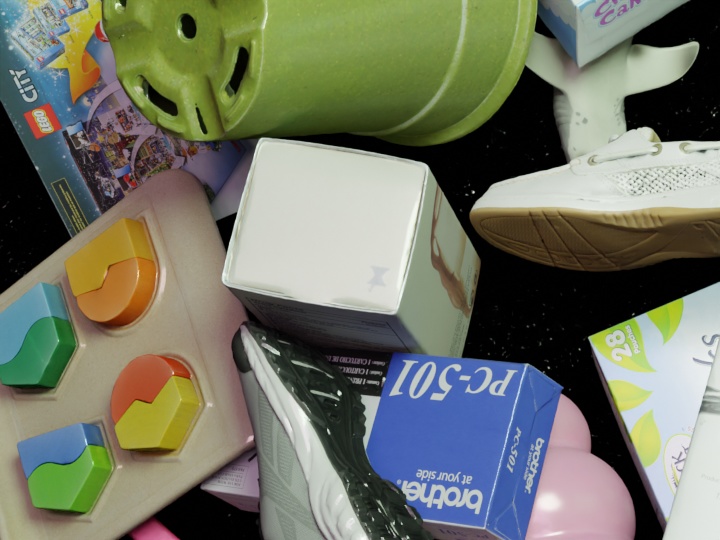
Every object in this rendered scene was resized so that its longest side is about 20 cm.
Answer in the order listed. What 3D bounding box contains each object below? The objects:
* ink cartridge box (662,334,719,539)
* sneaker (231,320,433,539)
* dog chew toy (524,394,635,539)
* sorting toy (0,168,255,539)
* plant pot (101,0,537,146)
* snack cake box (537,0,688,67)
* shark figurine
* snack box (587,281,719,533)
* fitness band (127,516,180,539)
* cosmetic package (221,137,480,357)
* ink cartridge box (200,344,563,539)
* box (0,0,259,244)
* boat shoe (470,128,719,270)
[{"bbox_3d":[0.223,0.084,1.234,0.085,0.146,0.201,12,77,15],"label":"ink cartridge box"},{"bbox_3d":[-0.032,0.108,1.270,0.079,0.074,0.201,-44,49,22],"label":"sneaker"},{"bbox_3d":[0.104,0.155,1.325,0.124,0.125,0.201,-14,63,6],"label":"dog chew toy"},{"bbox_3d":[-0.153,0.061,1.391,0.200,0.036,0.186,-33,61,23],"label":"sorting toy"},{"bbox_3d":[-0.037,-0.147,1.315,0.199,0.190,0.201,16,115,37],"label":"plant pot"},{"bbox_3d":[0.118,-0.230,1.377,0.115,0.067,0.200,-31,64,-9],"label":"snack cake box"},{"bbox_3d":[0.161,-0.159,1.429,0.128,0.089,0.215,36,91,-16],"label":"shark figurine"},{"bbox_3d":[0.242,0.101,1.337,0.168,0.068,0.201,-22,70,3],"label":"snack box"},{"bbox_3d":[-0.075,0.116,1.408,0.200,0.037,0.144,39,84,17],"label":"fitness band"},{"bbox_3d":[0.000,0.000,1.341,0.103,0.200,0.088,11,78,12],"label":"cosmetic package"},{"bbox_3d":[0.009,0.094,1.321,0.199,0.044,0.094,4,71,37],"label":"ink cartridge box"},{"bbox_3d":[-0.143,-0.114,1.421,0.136,0.038,0.201,-21,110,9],"label":"box"},{"bbox_3d":[0.161,-0.046,1.367,0.199,0.071,0.070,-2,62,26],"label":"boat shoe"}]
